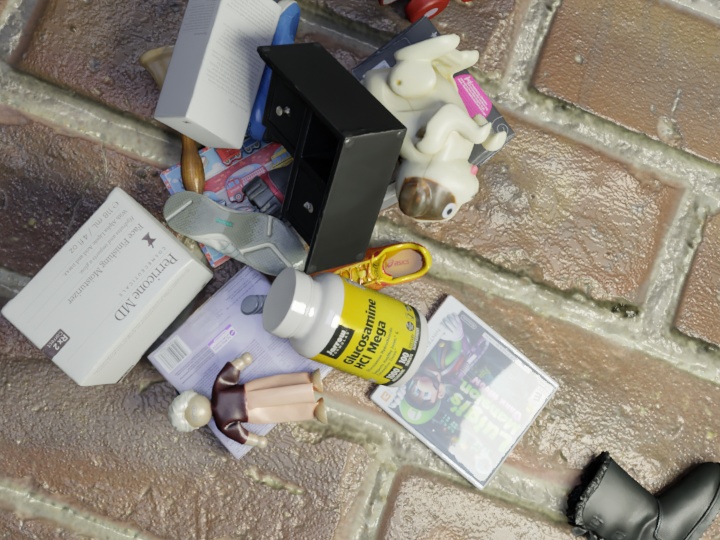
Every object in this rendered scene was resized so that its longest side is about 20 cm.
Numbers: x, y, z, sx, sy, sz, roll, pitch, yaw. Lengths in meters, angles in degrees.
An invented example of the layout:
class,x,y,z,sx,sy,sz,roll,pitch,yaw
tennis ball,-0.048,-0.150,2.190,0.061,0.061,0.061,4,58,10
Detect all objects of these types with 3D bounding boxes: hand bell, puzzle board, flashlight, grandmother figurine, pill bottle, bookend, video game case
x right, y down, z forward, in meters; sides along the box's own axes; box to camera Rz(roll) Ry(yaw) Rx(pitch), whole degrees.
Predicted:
class,x,y,z,sx,sy,sz,roll,pitch,yaw
hand bell,-0.233,-0.191,1.136,0.103,0.104,0.203,-8,90,-4
puzzle board,-0.157,-0.119,1.170,0.199,0.017,0.152,-31,87,-6
flashlight,-0.066,-0.147,1.135,0.200,0.068,0.068,-40,56,-3
grandmother figurine,-0.146,0.167,1.074,0.197,0.061,0.123,-9,77,-7
pill bottle,-0.020,0.070,1.077,0.198,0.112,0.114,22,82,-27
bookend,-0.059,-0.141,1.035,0.091,0.200,0.200,-14,50,-35
video game case,0.143,0.166,1.157,0.199,0.023,0.182,39,84,1

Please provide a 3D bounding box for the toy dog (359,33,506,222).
class,x,y,z,sx,sy,sz,roll,pitch,yaw
toy dog,0.078,-0.159,1.019,0.192,0.139,0.202,-13,88,13

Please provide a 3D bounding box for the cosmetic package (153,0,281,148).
class,x,y,z,sx,sy,sz,roll,pitch,yaw
cosmetic package,-0.182,-0.270,1.083,0.071,0.101,0.202,8,79,38

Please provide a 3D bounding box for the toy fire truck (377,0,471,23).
class,x,y,z,sx,sy,sz,roll,pitch,yaw
toy fire truck,0.112,-0.434,1.142,0.198,0.168,0.113,-26,86,-6

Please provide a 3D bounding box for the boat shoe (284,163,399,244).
class,x,y,z,sx,sy,sz,roll,pitch,yaw
boat shoe,-0.029,-0.096,1.148,0.198,0.072,0.066,-26,82,-4

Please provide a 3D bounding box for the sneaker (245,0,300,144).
class,x,y,z,sx,sy,sz,roll,pitch,yaw
sneaker,-0.093,-0.266,1.146,0.110,0.077,0.202,18,79,12

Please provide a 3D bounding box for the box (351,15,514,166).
class,x,y,z,sx,sy,sz,roll,pitch,yaw
box,0.092,-0.213,1.146,0.132,0.115,0.201,-37,87,-4

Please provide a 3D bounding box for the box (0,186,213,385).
class,x,y,z,sx,sy,sz,roll,pitch,yaw
box,-0.304,0.027,1.054,0.130,0.200,0.199,41,83,2

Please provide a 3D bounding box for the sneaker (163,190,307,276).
class,x,y,z,sx,sy,sz,roll,pitch,yaw
sneaker,-0.158,-0.048,1.112,0.198,0.080,0.071,24,85,5

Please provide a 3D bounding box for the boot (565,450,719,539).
class,x,y,z,sx,sy,sz,roll,pitch,yaw
boot,0.384,0.306,1.137,0.162,0.073,0.199,35,84,4

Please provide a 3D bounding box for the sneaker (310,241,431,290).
class,x,y,z,sx,sy,sz,roll,pitch,yaw
sneaker,0.000,0.000,1.138,0.198,0.077,0.074,-19,87,-4

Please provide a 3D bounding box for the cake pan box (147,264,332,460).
class,x,y,z,sx,sy,sz,roll,pitch,yaw
cake pan box,-0.157,0.122,1.129,0.200,0.052,0.184,-44,86,-7
